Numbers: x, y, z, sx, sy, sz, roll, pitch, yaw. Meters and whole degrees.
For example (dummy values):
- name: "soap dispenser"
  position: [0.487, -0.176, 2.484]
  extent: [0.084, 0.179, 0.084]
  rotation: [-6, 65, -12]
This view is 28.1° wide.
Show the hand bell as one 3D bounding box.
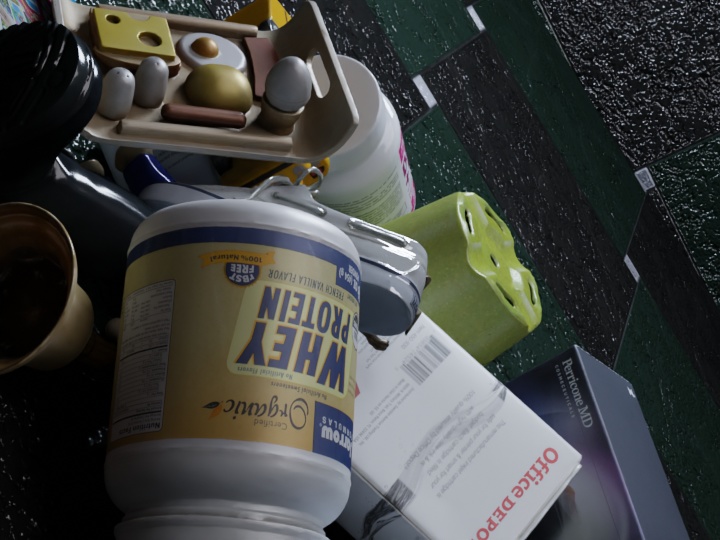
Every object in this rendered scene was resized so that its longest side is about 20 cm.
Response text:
- name: "hand bell"
  position: [-0.173, 0.047, 0.890]
  extent: [0.200, 0.103, 0.105]
  rotation: [49, 20, -60]

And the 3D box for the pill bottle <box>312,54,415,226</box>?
- name: "pill bottle"
  position: [-0.016, -0.098, 1.261]
  extent: [0.200, 0.112, 0.114]
  rotation: [69, 0, -67]

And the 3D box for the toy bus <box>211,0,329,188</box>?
- name: "toy bus"
  position: [-0.072, -0.123, 1.086]
  extent: [0.078, 0.065, 0.201]
  rotation: [49, 21, -43]

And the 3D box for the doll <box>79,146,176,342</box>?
- name: "doll"
  position: [-0.123, 0.004, 0.999]
  extent: [0.201, 0.136, 0.049]
  rotation: [59, -19, 11]

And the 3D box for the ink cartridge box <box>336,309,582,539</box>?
- name: "ink cartridge box"
  position: [0.042, 0.134, 1.067]
  extent: [0.200, 0.083, 0.147]
  rotation: [42, 54, 8]

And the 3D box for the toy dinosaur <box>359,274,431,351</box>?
- name: "toy dinosaur"
  position: [0.000, 0.000, 1.036]
  extent: [0.100, 0.059, 0.200]
  rotation: [30, 31, 12]

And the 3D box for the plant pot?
- name: "plant pot"
  position: [0.047, 0.032, 1.226]
  extent: [0.201, 0.183, 0.201]
  rotation: [48, 24, -30]

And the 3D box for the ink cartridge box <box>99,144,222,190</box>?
- name: "ink cartridge box"
  position: [-0.098, -0.025, 1.110]
  extent: [0.202, 0.084, 0.146]
  rotation: [65, 20, 13]

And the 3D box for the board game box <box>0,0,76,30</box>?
- name: "board game box"
  position: [-0.251, -0.182, 0.947]
  extent: [0.149, 0.064, 0.200]
  rotation: [66, 9, 15]

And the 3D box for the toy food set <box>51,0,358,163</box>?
- name: "toy food set"
  position: [-0.109, -0.147, 0.969]
  extent: [0.198, 0.061, 0.144]
  rotation: [5, 44, -25]

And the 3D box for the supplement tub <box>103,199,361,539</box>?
- name: "supplement tub"
  position: [-0.074, 0.075, 0.841]
  extent: [0.144, 0.143, 0.202]
  rotation: [30, 57, -52]

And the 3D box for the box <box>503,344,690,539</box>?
- name: "box"
  position: [0.157, 0.205, 1.235]
  extent: [0.123, 0.197, 0.202]
  rotation: [33, 33, -49]

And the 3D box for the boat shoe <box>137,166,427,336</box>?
- name: "boat shoe"
  position: [-0.047, -0.030, 0.964]
  extent: [0.200, 0.075, 0.087]
  rotation: [18, 51, 6]

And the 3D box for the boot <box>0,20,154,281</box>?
- name: "boot"
  position: [-0.175, -0.062, 0.856]
  extent: [0.168, 0.199, 0.077]
  rotation: [37, 58, -40]
